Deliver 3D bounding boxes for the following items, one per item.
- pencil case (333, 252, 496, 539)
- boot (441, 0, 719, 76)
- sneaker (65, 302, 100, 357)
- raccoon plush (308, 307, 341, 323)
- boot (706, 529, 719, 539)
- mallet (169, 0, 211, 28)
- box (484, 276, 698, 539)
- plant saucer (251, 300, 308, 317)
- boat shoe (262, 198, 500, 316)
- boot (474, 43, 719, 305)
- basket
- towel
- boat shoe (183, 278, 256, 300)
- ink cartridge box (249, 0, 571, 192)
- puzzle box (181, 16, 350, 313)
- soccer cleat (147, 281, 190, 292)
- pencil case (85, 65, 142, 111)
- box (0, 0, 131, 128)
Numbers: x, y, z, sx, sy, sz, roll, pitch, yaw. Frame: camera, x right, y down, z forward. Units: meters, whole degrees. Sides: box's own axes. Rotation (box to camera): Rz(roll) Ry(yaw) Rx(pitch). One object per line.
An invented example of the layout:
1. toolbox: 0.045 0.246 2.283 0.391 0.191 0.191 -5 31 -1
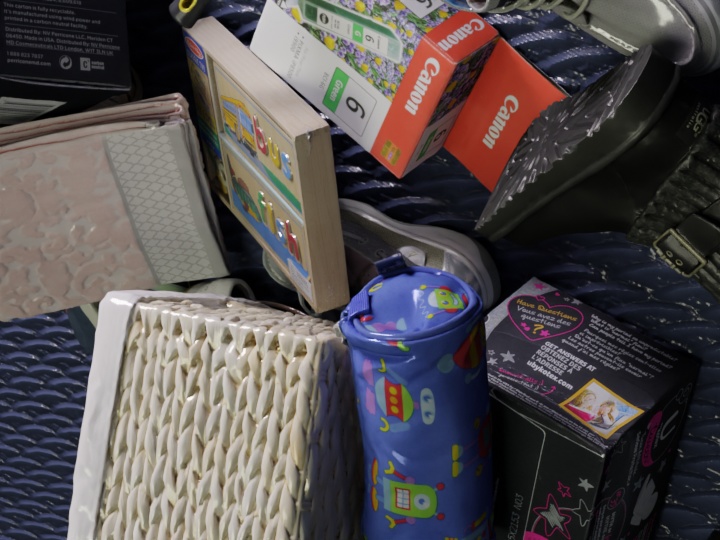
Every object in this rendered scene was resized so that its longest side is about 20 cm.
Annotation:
1. pencil case: 0.034 0.094 0.963 0.087 0.078 0.200 1 121 12
2. boot: 0.098 -0.153 0.872 0.200 0.096 0.074 36 139 20
3. sneaker: -0.188 0.072 1.367 0.084 0.075 0.200 -5 113 58
4. raccoon plush: 0.018 0.133 1.189 0.134 0.097 0.200 11 126 31
5. boot: 0.267 0.180 0.996 0.097 0.075 0.200 30 146 9
6. mallet: -0.053 -0.226 0.957 0.200 0.041 0.066 -37 85 27
7. box: 0.120 0.128 1.056 0.132 0.115 0.200 30 135 28
8. plant saucer: -0.066 0.121 1.180 0.200 0.034 0.201 1 91 30
9. boat shoe: 0.001 0.002 1.116 0.202 0.065 0.075 15 128 40
10. boot: 0.165 -0.027 0.909 0.158 0.079 0.211 35 158 -10
11. basket: -0.065 0.120 1.046 0.161 0.198 0.200 7 89 24
12. towel: -0.199 -0.038 1.172 0.200 0.191 0.032 79 179 -55
13. boat shoe: -0.070 0.097 1.259 0.069 0.071 0.200 -17 107 47
14. ink cartridge box: 0.029 -0.120 1.004 0.200 0.050 0.109 42 141 13
15. puzzle box: -0.065 -0.075 1.089 0.200 0.025 0.133 46 149 52
16. soccer cleat: -0.174 0.013 1.287 0.067 0.081 0.200 -6 112 47
17. pencil case: -0.237 -0.092 1.239 0.089 0.078 0.200 38 125 -2
18. box: -0.241 -0.203 1.107 0.148 0.104 0.200 -13 79 50
